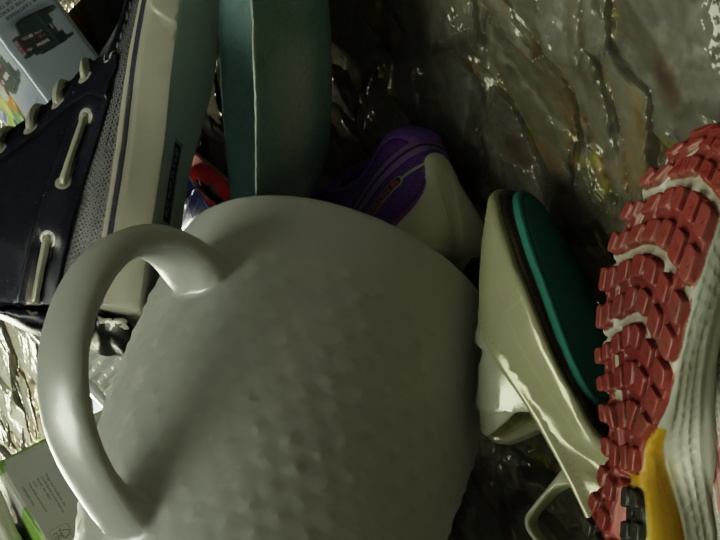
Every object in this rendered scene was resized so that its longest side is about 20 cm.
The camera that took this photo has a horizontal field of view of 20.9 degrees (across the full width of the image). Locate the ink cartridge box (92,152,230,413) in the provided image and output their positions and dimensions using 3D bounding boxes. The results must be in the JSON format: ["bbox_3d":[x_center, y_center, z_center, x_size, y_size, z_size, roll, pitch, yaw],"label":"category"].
[{"bbox_3d":[-0.101,0.037,1.080,0.116,0.067,0.201,38,140,44],"label":"ink cartridge box"}]

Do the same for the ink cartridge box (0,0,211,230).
[{"bbox_3d":[-0.138,-0.070,0.941,0.200,0.042,0.119,51,164,2],"label":"ink cartridge box"}]

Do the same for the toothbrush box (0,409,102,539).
[{"bbox_3d":[-0.127,0.189,1.075,0.146,0.086,0.200,52,154,26],"label":"toothbrush box"}]

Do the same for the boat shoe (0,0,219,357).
[{"bbox_3d":[-0.120,-0.064,0.847,0.075,0.092,0.201,64,-147,-71],"label":"boat shoe"}]

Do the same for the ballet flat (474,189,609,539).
[{"bbox_3d":[0.081,0.066,0.741,0.201,0.069,0.070,62,153,15],"label":"ballet flat"}]

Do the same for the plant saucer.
[{"bbox_3d":[-0.038,-0.099,0.847,0.201,0.038,0.202,177,90,-82],"label":"plant saucer"}]

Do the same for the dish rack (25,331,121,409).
[{"bbox_3d":[-0.126,0.024,0.960,0.200,0.043,0.172,43,162,24],"label":"dish rack"}]

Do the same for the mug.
[{"bbox_3d":[-0.050,0.068,0.749,0.147,0.176,0.200,-9,135,37],"label":"mug"}]

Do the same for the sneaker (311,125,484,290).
[{"bbox_3d":[0.000,0.000,0.881,0.200,0.080,0.084,-44,53,53],"label":"sneaker"}]

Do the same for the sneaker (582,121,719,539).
[{"bbox_3d":[0.125,0.047,0.665,0.078,0.082,0.201,-129,40,-71],"label":"sneaker"}]

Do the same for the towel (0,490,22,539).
[{"bbox_3d":[-0.183,0.206,1.077,0.201,0.034,0.193,57,161,12],"label":"towel"}]

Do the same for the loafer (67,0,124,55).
[{"bbox_3d":[-0.120,-0.118,0.981,0.201,0.072,0.073,101,162,-44],"label":"loafer"}]
